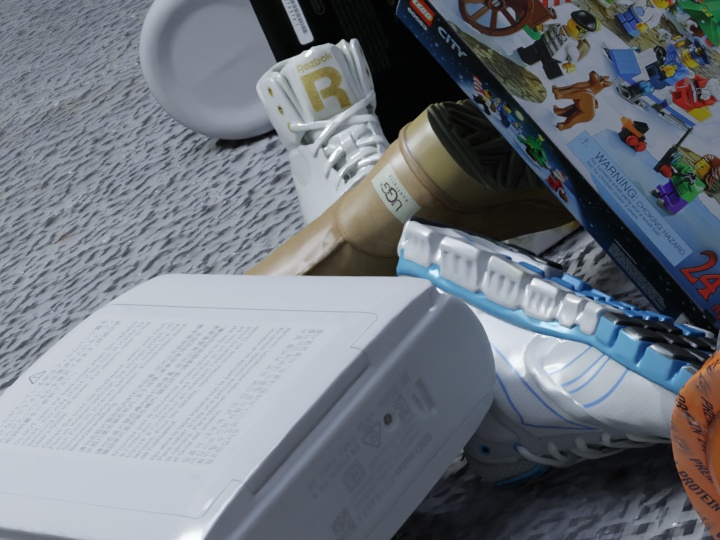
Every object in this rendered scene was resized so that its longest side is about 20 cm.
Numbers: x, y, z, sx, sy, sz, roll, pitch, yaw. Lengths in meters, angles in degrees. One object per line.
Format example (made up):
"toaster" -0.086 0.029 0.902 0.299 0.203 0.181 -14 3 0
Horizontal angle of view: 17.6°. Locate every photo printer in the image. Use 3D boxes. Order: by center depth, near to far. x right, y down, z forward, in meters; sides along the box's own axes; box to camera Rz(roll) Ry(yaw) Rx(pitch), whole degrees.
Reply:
"photo printer" -0.069 0.070 0.883 0.200 0.069 0.166 0 38 45

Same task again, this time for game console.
"game console" 0.023 -0.195 1.370 0.176 0.200 0.116 -20 19 12

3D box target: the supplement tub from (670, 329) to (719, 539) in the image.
"supplement tub" 0.197 0.019 0.735 0.200 0.123 0.123 -35 22 -29

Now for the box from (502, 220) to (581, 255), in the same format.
"box" 0.132 -0.067 1.153 0.200 0.039 0.041 -34 23 -25

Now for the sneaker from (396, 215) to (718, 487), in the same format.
"sneaker" 0.084 0.050 0.885 0.075 0.087 0.200 12 10 -45

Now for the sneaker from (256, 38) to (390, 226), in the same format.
"sneaker" -0.009 -0.053 1.168 0.074 0.116 0.200 -24 21 -6

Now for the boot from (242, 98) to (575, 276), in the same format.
"boot" 0.000 0.000 1.044 0.200 0.066 0.175 -40 -20 25

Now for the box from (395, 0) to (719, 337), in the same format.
"box" 0.130 -0.077 0.939 0.137 0.200 0.038 -38 -10 -16

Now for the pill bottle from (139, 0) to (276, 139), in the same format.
"pill bottle" -0.073 -0.172 1.548 0.116 0.116 0.200 -18 20 15
